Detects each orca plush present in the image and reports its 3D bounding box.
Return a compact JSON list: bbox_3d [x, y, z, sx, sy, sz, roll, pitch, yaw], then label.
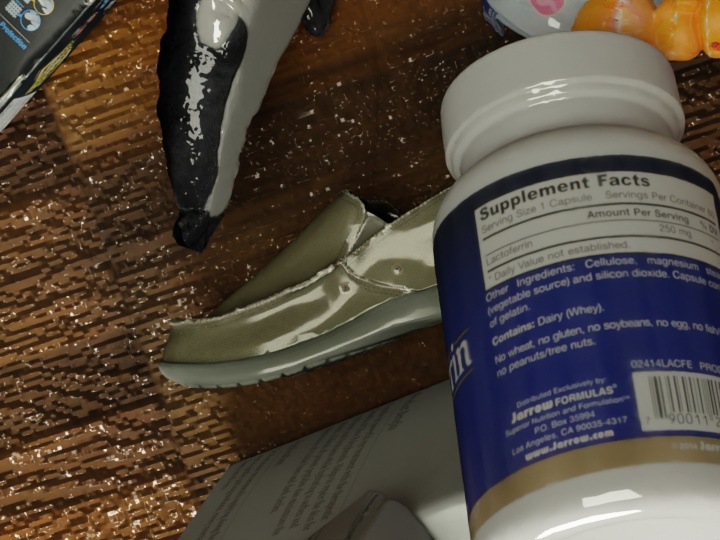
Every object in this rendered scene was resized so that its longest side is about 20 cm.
[{"bbox_3d":[-0.064,-0.112,1.112,0.071,0.105,0.201,18,104,24],"label":"orca plush"}]

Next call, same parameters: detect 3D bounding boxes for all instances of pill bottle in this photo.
[{"bbox_3d":[0.087,0.018,0.965,0.115,0.116,0.201,-15,60,15],"label":"pill bottle"}]

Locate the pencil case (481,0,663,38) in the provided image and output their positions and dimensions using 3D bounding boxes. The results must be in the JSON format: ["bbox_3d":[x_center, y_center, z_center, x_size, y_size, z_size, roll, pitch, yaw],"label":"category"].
[{"bbox_3d":[0.125,-0.177,1.061,0.083,0.091,0.201,20,110,-22],"label":"pencil case"}]

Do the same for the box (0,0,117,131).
[{"bbox_3d":[-0.198,-0.172,1.149,0.200,0.046,0.159,44,107,-1],"label":"box"}]

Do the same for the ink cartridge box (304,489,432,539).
[{"bbox_3d":[-0.028,0.203,0.972,0.200,0.084,0.146,-39,94,19],"label":"ink cartridge box"}]

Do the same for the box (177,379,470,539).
[{"bbox_3d":[0.032,0.171,1.101,0.170,0.199,0.201,-23,99,16],"label":"box"}]

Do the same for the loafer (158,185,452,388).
[{"bbox_3d":[0.000,0.000,1.142,0.199,0.075,0.070,-19,87,11],"label":"loafer"}]

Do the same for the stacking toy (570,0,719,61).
[{"bbox_3d":[0.181,-0.097,1.008,0.198,0.116,0.110,0,62,15],"label":"stacking toy"}]
